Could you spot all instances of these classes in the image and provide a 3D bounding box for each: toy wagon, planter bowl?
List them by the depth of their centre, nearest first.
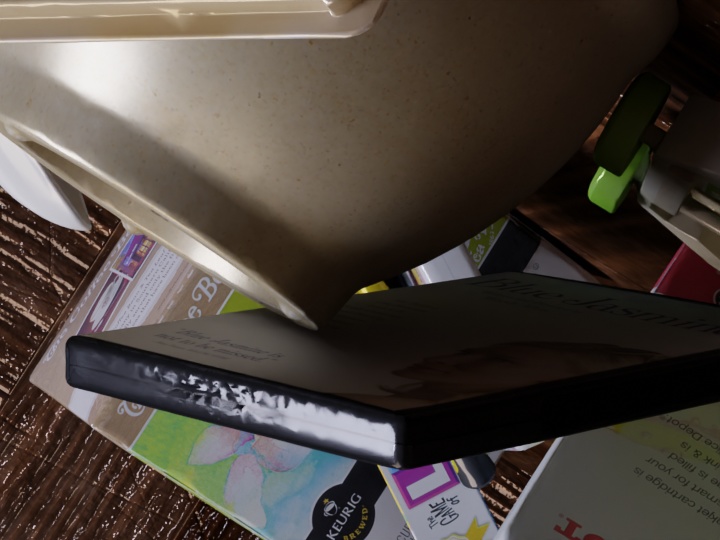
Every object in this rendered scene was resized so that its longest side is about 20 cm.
[{"bbox_3d":[-0.028,-0.069,0.718,0.200,0.135,0.200,33,174,4],"label":"planter bowl"},{"bbox_3d":[0.148,-0.003,0.806,0.155,0.040,0.200,32,175,7],"label":"toy wagon"}]

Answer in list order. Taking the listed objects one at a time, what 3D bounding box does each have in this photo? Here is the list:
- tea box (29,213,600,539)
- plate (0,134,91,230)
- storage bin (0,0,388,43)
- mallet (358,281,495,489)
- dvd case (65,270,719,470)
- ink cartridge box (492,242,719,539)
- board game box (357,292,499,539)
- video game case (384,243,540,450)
[{"bbox_3d":[-0.023,0.032,1.239,0.196,0.200,0.134,34,175,-21],"label":"tea box"},{"bbox_3d":[-0.186,-0.128,0.999,0.200,0.032,0.200,57,-175,-41],"label":"plate"},{"bbox_3d":[-0.102,-0.127,0.504,0.198,0.094,0.200,2,161,22],"label":"storage bin"},{"bbox_3d":[0.000,0.000,0.978,0.200,0.041,0.066,61,176,-29],"label":"mallet"},{"bbox_3d":[0.032,0.025,0.743,0.200,0.018,0.142,-7,-168,-44],"label":"dvd case"},{"bbox_3d":[0.126,0.119,0.947,0.145,0.200,0.145,33,134,7],"label":"ink cartridge box"},{"bbox_3d":[0.006,0.043,1.072,0.200,0.034,0.134,63,179,-11],"label":"board game box"},{"bbox_3d":[0.017,-0.017,1.030,0.200,0.024,0.182,63,175,2],"label":"video game case"}]
